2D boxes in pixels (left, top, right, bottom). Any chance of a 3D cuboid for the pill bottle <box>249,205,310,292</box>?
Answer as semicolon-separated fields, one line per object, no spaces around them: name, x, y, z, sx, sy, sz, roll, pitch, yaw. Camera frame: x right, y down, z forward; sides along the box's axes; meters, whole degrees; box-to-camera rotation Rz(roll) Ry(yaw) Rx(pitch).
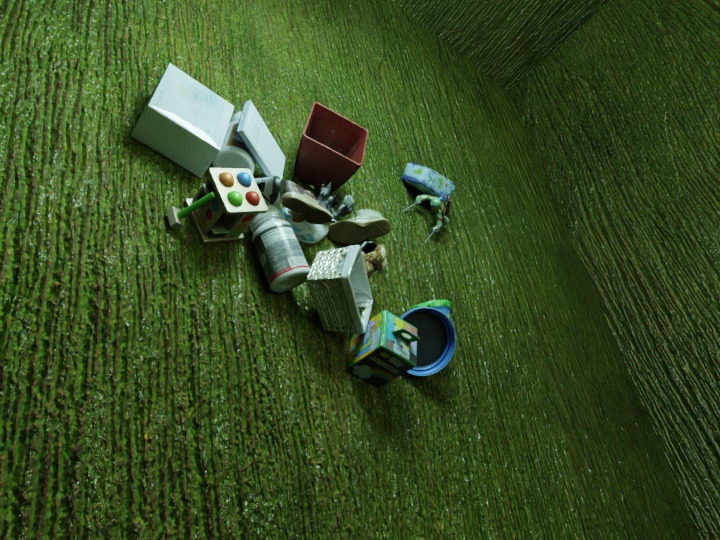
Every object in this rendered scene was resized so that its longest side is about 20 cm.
pill bottle;-0.215;-0.057;1.404;0.113;0.113;0.203;-5;64;-48

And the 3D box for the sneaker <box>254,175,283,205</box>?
sneaker;-0.263;-0.212;1.438;0.079;0.199;0.076;12;82;-28

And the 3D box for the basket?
basket;-0.051;0.052;1.418;0.137;0.121;0.203;-72;155;-49

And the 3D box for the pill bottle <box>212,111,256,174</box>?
pill bottle;-0.338;-0.349;1.506;0.113;0.114;0.203;29;42;-27

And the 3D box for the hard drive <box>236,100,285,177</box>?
hard drive;-0.270;-0.344;1.483;0.201;0.025;0.134;59;24;-45

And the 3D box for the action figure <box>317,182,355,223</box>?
action figure;-0.085;-0.207;1.638;0.118;0.103;0.200;36;16;8

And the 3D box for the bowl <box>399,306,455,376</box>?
bowl;0.181;0.205;1.579;0.200;0.201;0.039;42;-3;-13

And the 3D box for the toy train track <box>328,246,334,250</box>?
toy train track;-0.099;-0.006;1.555;0.114;0.032;0.202;40;37;-17

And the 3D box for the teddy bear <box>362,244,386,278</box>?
teddy bear;0.000;0.000;1.569;0.067;0.200;0.145;45;-3;24

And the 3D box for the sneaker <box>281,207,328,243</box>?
sneaker;-0.160;-0.133;1.553;0.198;0.081;0.078;2;57;-48

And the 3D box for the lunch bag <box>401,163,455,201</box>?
lunch bag;0.270;-0.351;2.147;0.198;0.084;0.160;23;7;-36

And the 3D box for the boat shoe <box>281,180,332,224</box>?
boat shoe;-0.143;-0.186;1.464;0.199;0.071;0.074;24;52;-52

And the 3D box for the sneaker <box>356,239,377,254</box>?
sneaker;0.024;-0.059;1.662;0.075;0.115;0.200;48;37;-5

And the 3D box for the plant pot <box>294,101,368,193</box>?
plant pot;-0.108;-0.367;1.701;0.197;0.177;0.202;24;43;-14

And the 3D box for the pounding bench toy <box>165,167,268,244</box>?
pounding bench toy;-0.351;-0.160;1.304;0.198;0.155;0.126;-12;69;-50

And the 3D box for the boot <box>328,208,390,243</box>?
boot;-0.013;-0.147;1.719;0.195;0.074;0.155;-8;21;-7

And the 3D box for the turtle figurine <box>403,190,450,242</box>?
turtle figurine;0.266;-0.218;2.089;0.143;0.203;0.193;32;6;20

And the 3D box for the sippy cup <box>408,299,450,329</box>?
sippy cup;0.229;0.175;1.695;0.175;0.139;0.133;1;70;-33

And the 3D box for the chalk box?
chalk box;0.073;0.200;1.435;0.124;0.199;0.126;33;41;-24

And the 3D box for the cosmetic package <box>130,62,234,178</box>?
cosmetic package;-0.457;-0.391;1.406;0.198;0.123;0.202;28;43;-27
